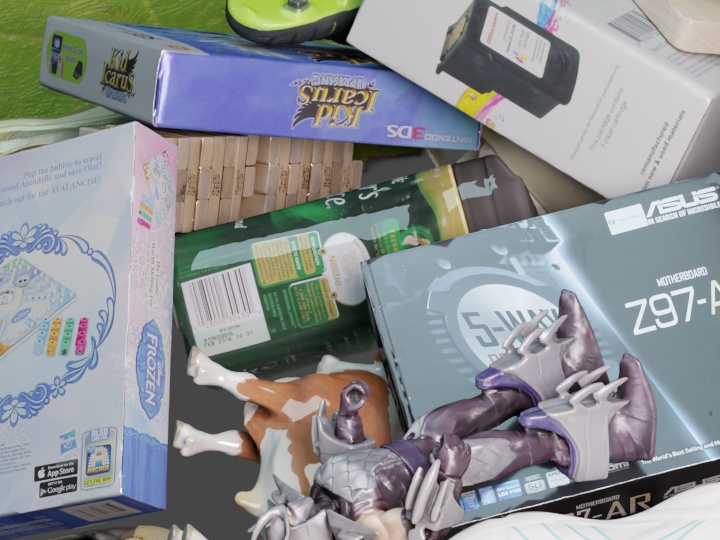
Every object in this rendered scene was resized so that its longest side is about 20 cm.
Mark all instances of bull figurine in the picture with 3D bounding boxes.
[{"bbox_3d":[-0.032,0.099,1.475,0.121,0.065,0.200,10,40,-11],"label":"bull figurine"}]

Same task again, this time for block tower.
[{"bbox_3d":[-0.079,-0.053,1.647,0.058,0.054,0.200,10,9,34],"label":"block tower"}]

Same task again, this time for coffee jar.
[{"bbox_3d":[0.000,0.000,1.585,0.199,0.086,0.104,-14,-7,2],"label":"coffee jar"}]

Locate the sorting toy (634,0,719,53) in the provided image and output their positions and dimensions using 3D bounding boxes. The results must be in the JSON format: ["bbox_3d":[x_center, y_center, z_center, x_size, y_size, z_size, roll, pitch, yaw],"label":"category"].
[{"bbox_3d":[0.230,-0.194,1.647,0.198,0.070,0.200,2,32,-24],"label":"sorting toy"}]

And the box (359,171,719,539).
[{"bbox_3d":[0.115,0.047,1.470,0.199,0.044,0.161,-13,58,-3],"label":"box"}]

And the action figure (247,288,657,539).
[{"bbox_3d":[0.034,0.084,1.377,0.199,0.070,0.130,-24,31,-21],"label":"action figure"}]

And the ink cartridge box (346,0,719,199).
[{"bbox_3d":[0.114,-0.124,1.620,0.200,0.083,0.146,32,26,15],"label":"ink cartridge box"}]

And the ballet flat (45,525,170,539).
[{"bbox_3d":[-0.181,0.159,1.483,0.199,0.057,0.067,-12,36,7],"label":"ballet flat"}]

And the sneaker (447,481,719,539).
[{"bbox_3d":[0.109,0.153,1.365,0.199,0.071,0.080,-13,38,4],"label":"sneaker"}]

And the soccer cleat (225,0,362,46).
[{"bbox_3d":[-0.004,-0.154,1.687,0.067,0.081,0.200,34,40,25],"label":"soccer cleat"}]

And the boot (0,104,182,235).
[{"bbox_3d":[-0.183,-0.022,1.723,0.199,0.072,0.155,-15,38,1],"label":"boot"}]

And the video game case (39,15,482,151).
[{"bbox_3d":[-0.058,-0.107,1.682,0.199,0.046,0.181,3,9,-27],"label":"video game case"}]

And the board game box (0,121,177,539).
[{"bbox_3d":[-0.188,0.040,1.537,0.199,0.043,0.200,-12,67,30],"label":"board game box"}]

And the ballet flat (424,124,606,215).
[{"bbox_3d":[0.080,-0.066,1.691,0.069,0.070,0.200,-26,34,-13],"label":"ballet flat"}]
